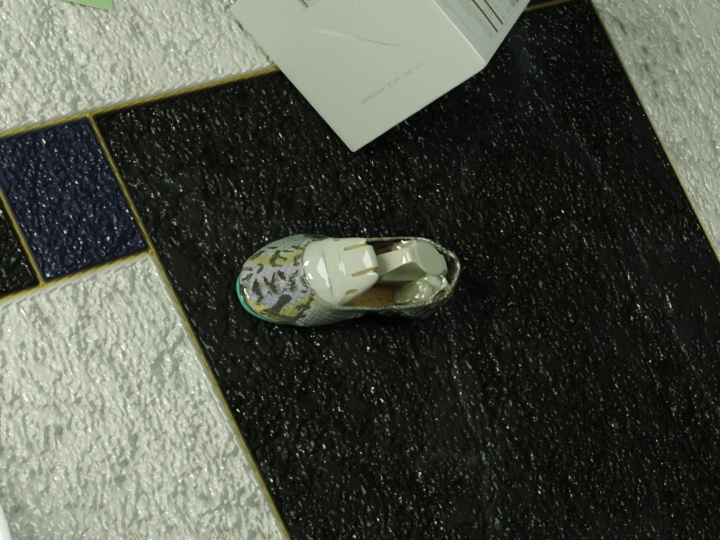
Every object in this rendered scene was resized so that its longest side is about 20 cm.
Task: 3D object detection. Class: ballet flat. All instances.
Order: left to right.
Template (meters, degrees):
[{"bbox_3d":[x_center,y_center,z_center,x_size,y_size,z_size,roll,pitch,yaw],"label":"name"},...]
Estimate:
[{"bbox_3d":[0.000,0.000,1.531,0.200,0.072,0.072,-1,68,-46],"label":"ballet flat"}]

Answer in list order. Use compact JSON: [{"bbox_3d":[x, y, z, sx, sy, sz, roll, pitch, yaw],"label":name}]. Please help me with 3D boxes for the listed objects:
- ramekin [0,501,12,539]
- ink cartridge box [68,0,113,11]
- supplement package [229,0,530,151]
[{"bbox_3d":[-0.288,0.162,1.108,0.200,0.098,0.201,24,52,-35],"label":"ramekin"},{"bbox_3d":[-0.232,-0.290,1.476,0.145,0.048,0.200,7,60,-45],"label":"ink cartridge box"},{"bbox_3d":[0.033,-0.228,1.633,0.151,0.152,0.200,48,41,-13],"label":"supplement package"}]
